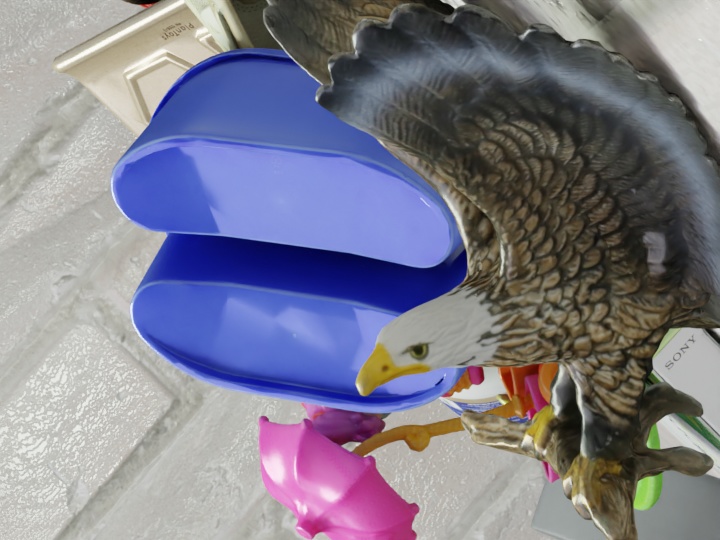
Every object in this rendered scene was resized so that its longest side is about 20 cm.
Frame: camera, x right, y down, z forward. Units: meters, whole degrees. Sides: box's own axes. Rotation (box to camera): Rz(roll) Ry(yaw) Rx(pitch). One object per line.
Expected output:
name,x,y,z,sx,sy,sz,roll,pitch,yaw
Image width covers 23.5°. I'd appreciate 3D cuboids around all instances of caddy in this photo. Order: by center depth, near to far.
caddy,-0.016,-0.022,0.776,0.198,0.105,0.143,8,124,19

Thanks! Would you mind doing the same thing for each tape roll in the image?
tape roll,0.211,0.168,1.103,0.198,0.067,0.200,21,174,2

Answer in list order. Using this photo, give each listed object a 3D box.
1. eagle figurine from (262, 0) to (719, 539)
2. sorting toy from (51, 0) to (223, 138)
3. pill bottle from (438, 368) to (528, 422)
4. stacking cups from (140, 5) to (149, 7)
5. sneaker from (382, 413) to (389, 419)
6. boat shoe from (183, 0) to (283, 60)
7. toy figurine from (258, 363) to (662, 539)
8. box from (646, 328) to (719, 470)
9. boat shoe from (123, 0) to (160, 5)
eagle figurine,0.052,-0.014,0.544,0.150,0.151,0.202,-4,114,31
sorting toy,-0.043,-0.085,0.938,0.184,0.037,0.200,-17,133,43
pill bottle,0.097,0.047,1.116,0.116,0.116,0.200,42,180,26
stacking cups,-0.216,-0.289,1.660,0.060,0.061,0.200,42,175,-27
sneaker,0.000,0.000,1.125,0.078,0.202,0.076,2,147,22
boat shoe,-0.017,-0.094,0.813,0.201,0.073,0.063,52,179,-31
toy figurine,0.031,0.061,0.888,0.151,0.182,0.201,79,170,-47
box,0.173,0.063,0.916,0.144,0.036,0.200,43,178,-14
boat shoe,-0.131,-0.210,0.861,0.076,0.071,0.200,55,175,24
